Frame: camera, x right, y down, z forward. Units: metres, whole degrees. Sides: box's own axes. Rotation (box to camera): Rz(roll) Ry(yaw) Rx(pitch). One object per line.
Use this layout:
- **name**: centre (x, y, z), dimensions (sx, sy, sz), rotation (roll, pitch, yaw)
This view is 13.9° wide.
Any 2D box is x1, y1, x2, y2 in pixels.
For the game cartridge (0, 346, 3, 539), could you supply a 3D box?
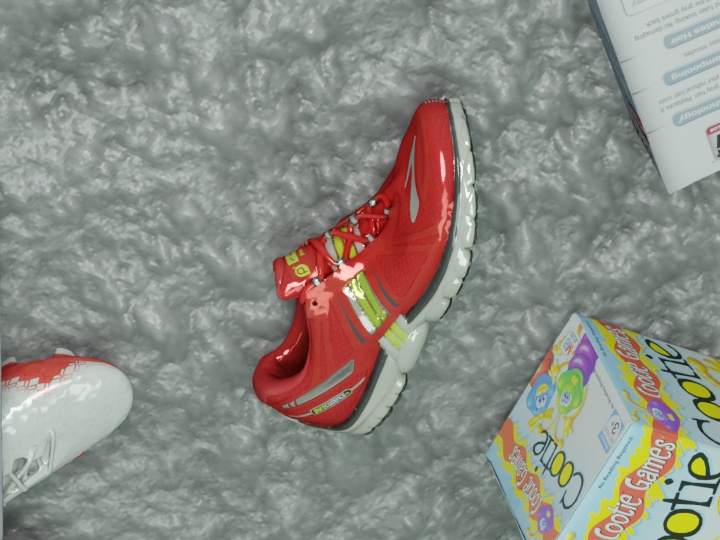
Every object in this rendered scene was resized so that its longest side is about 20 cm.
- **game cartridge**: centre (-0.238, 0.054, 1.428), dimensions (0.129, 0.038, 0.200), rotation (0, 94, -10)

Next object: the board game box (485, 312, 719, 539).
- **board game box**: centre (0.188, 0.115, 1.594), dimensions (0.200, 0.105, 0.103), rotation (17, 117, -26)

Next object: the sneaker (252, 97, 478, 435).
- **sneaker**: centre (0.000, 0.000, 1.483), dimensions (0.085, 0.077, 0.200), rotation (13, 119, -17)

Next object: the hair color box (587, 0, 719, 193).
- **hair color box**: centre (0.159, -0.145, 1.433), dimensions (0.099, 0.061, 0.200), rotation (-23, 126, 2)

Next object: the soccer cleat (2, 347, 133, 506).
- **soccer cleat**: centre (-0.205, 0.106, 1.492), dimensions (0.200, 0.085, 0.069), rotation (-21, 127, 0)
